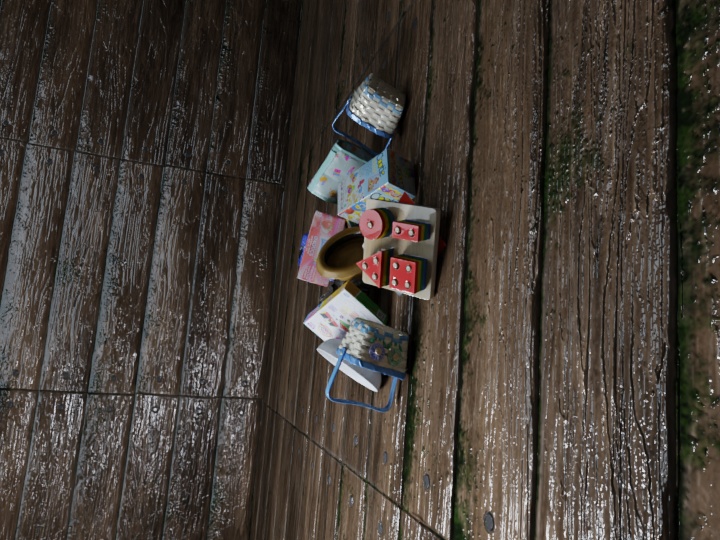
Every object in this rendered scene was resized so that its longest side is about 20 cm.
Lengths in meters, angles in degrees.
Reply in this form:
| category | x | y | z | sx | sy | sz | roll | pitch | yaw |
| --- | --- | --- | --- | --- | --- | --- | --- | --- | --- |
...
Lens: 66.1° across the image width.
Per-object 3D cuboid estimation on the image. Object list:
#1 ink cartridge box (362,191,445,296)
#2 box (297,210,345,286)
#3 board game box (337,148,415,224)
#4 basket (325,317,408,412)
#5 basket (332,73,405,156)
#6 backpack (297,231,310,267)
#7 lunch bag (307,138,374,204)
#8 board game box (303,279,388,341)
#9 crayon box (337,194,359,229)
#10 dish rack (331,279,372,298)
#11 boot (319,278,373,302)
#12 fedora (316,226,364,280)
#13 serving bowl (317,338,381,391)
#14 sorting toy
| category | x | y | z | sx | sy | sz | roll | pitch | yaw |
| --- | --- | --- | --- | --- | --- | --- | --- | --- | --- |
| ink cartridge box | 0.095 | -0.057 | 1.294 | 0.164 | 0.057 | 0.201 | 54 | 149 | 16 |
| box | -0.115 | -0.063 | 1.616 | 0.103 | 0.093 | 0.204 | 179 | 106 | -84 |
| board game box | 0.040 | -0.214 | 1.463 | 0.199 | 0.102 | 0.107 | -26 | 55 | 43 |
| basket | 0.020 | 0.227 | 1.324 | 0.139 | 0.174 | 0.203 | 25 | 98 | 64 |
| basket | 0.034 | -0.438 | 1.584 | 0.201 | 0.174 | 0.140 | -50 | 19 | 37 |
| backpack | -0.120 | -0.082 | 1.899 | 0.163 | 0.165 | 0.204 | -82 | 6 | -83 |
| lunch bag | -0.054 | -0.290 | 1.643 | 0.171 | 0.198 | 0.122 | -51 | 60 | 23 |
| board game box | -0.042 | 0.135 | 1.522 | 0.199 | 0.153 | 0.041 | -39 | 15 | 37 |
| crayon box | -0.022 | -0.139 | 1.664 | 0.200 | 0.050 | 0.129 | 84 | 166 | -71 |
| dish rack | -0.035 | 0.120 | 1.637 | 0.151 | 0.054 | 0.204 | 13 | 91 | 28 |
| boot | -0.020 | 0.062 | 1.565 | 0.199 | 0.069 | 0.176 | 30 | 94 | 46 |
| fedora | -0.022 | -0.032 | 1.496 | 0.202 | 0.198 | 0.082 | -104 | -10 | -49 |
| serving bowl | -0.019 | 0.242 | 1.487 | 0.066 | 0.199 | 0.200 | -54 | 12 | -14 |
| sorting toy | 0.073 | -0.048 | 1.248 | 0.197 | 0.069 | 0.204 | 14 | 108 | 38 |
